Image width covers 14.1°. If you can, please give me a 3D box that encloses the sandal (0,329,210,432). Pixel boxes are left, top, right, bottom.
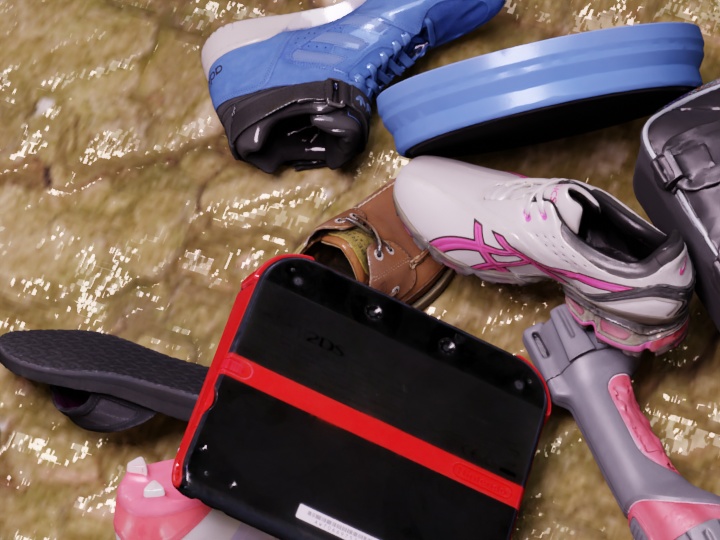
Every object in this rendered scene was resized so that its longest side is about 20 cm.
[{"bbox_3d":[-0.137,0.076,1.737,0.200,0.048,0.075,15,18,28],"label":"sandal"}]

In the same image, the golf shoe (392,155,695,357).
[{"bbox_3d":[0.110,-0.030,1.722,0.200,0.092,0.073,25,51,20],"label":"golf shoe"}]

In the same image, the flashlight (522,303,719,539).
[{"bbox_3d":[0.170,0.105,1.710,0.068,0.068,0.200,-39,56,22],"label":"flashlight"}]

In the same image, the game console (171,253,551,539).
[{"bbox_3d":[0.005,0.094,1.682,0.200,0.031,0.177,25,58,-8],"label":"game console"}]

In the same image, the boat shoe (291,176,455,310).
[{"bbox_3d":[0.000,0.000,1.773,0.072,0.068,0.200,34,68,21],"label":"boat shoe"}]

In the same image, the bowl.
[{"bbox_3d":[0.111,-0.106,1.757,0.200,0.201,0.039,-12,86,-3],"label":"bowl"}]

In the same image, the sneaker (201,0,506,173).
[{"bbox_3d":[0.005,-0.121,1.831,0.200,0.077,0.111,-15,56,0],"label":"sneaker"}]

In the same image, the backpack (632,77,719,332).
[{"bbox_3d":[0.281,-0.041,1.730,0.200,0.151,0.178,-27,64,-7],"label":"backpack"}]

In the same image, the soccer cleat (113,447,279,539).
[{"bbox_3d":[-0.048,0.135,1.714,0.200,0.077,0.067,-9,32,-19],"label":"soccer cleat"}]
